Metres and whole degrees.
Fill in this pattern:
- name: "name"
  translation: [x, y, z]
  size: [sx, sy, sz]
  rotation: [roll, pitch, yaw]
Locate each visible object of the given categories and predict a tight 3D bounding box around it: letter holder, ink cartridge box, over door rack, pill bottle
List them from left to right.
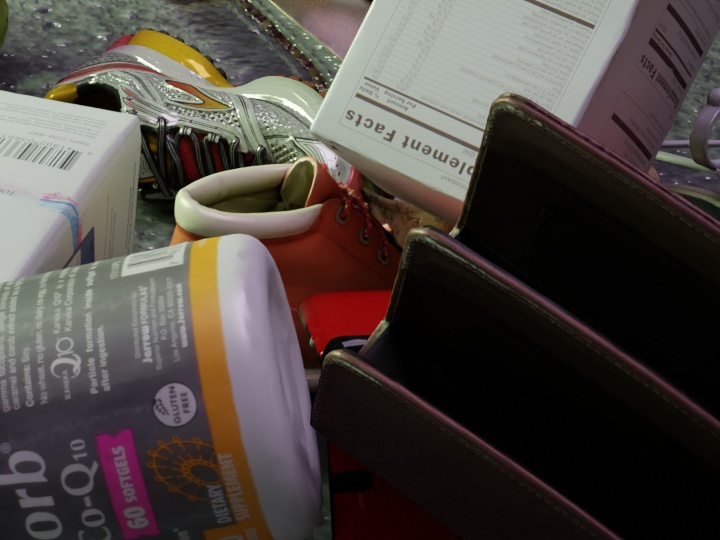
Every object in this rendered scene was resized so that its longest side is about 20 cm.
- name: "ink cartridge box"
  translation: [-0.194, -0.005, 1.064]
  size: [0.144, 0.088, 0.200]
  rotation: [11, 27, 8]
- name: "pill bottle"
  translation: [-0.120, 0.060, 0.892]
  size: [0.199, 0.117, 0.117]
  rotation: [-12, 28, 4]
- name: "letter holder"
  translation: [0.094, 0.051, 0.828]
  size: [0.200, 0.142, 0.101]
  rotation: [36, 70, 9]
- name: "over door rack"
  translation: [0.210, -0.060, 1.189]
  size: [0.147, 0.067, 0.200]
  rotation: [19, 1, 34]

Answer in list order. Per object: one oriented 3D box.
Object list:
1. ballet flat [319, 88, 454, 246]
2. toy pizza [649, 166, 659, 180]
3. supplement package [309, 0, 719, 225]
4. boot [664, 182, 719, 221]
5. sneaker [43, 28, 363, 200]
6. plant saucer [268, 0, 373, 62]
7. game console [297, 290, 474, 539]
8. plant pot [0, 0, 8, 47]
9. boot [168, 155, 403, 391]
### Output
- name: "ballet flat"
  translation: [0.012, -0.058, 1.233]
  size: [0.070, 0.066, 0.200]
  rotation: [-12, 33, -29]
- name: "toy pizza"
  translation: [0.082, -0.105, 1.265]
  size: [0.200, 0.032, 0.200]
  rotation: [37, 7, -6]
- name: "supplement package"
  translation: [0.083, -0.113, 1.051]
  size: [0.113, 0.201, 0.109]
  rotation: [26, -2, 24]
- name: "boot"
  translation: [0.132, 0.030, 1.101]
  size: [0.150, 0.074, 0.200]
  rotation: [-11, 39, -31]
- name: "sneaker"
  translation: [-0.078, -0.056, 1.214]
  size: [0.199, 0.078, 0.082]
  rotation: [20, 37, 38]
- name: "plant saucer"
  translation: [0.022, -0.109, 1.252]
  size: [0.200, 0.032, 0.200]
  rotation: [37, 7, -5]
- name: "game console"
  translation: [0.081, 0.072, 0.961]
  size: [0.199, 0.119, 0.173]
  rotation: [-1, 71, -6]
- name: "plant pot"
  translation: [-0.267, -0.177, 1.280]
  size: [0.183, 0.201, 0.201]
  rotation: [14, 27, -11]
- name: "boot"
  translation: [0.000, 0.000, 1.084]
  size: [0.199, 0.108, 0.075]
  rotation: [-7, 28, -29]
